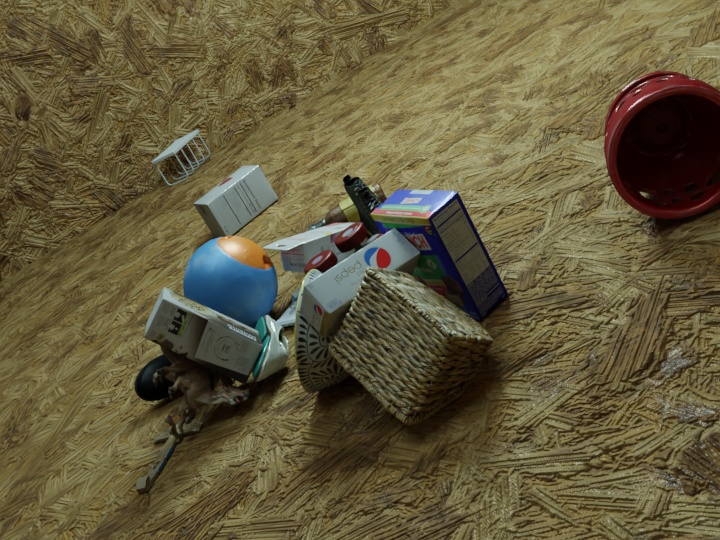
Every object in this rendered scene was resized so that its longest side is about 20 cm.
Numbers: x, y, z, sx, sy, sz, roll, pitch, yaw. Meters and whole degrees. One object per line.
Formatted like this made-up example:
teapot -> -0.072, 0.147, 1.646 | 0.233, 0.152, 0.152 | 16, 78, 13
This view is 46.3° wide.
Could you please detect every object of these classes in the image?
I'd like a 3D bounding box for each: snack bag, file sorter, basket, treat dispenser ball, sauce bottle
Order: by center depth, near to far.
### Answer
basket -> 0.076, 0.110, 1.229 | 0.199, 0.141, 0.151 | 36, 107, 37
snack bag -> -0.078, 0.043, 1.703 | 0.186, 0.022, 0.200 | -14, 27, 45
treat dispenser ball -> -0.271, 0.031, 1.760 | 0.198, 0.203, 0.202 | -26, 23, 12
sauce bottle -> -0.030, -0.133, 1.966 | 0.197, 0.067, 0.066 | -27, 22, 6
file sorter -> -0.731, -0.462, 3.466 | 0.137, 0.126, 0.201 | -16, 26, 34

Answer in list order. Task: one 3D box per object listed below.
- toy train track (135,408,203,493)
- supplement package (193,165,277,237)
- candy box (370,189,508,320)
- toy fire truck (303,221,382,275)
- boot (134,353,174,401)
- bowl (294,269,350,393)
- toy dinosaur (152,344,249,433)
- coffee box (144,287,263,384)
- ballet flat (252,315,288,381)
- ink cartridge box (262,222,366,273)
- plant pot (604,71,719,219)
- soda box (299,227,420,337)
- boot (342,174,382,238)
toy train track -> -0.352, 0.311, 1.509 | 0.113, 0.033, 0.201 | -19, 26, 27
supplement package -> -0.366, -0.203, 2.470 | 0.199, 0.121, 0.120 | -41, 23, -22
candy box -> 0.127, -0.029, 1.370 | 0.077, 0.202, 0.168 | -39, 23, -21
toy fire truck -> 0.000, 0.000, 1.523 | 0.200, 0.113, 0.167 | -43, 19, -21
boot -> -0.364, 0.176, 1.649 | 0.209, 0.080, 0.158 | -34, -10, -7
bowl -> -0.035, 0.100, 1.377 | 0.092, 0.204, 0.202 | 1, 31, 13
toy dinosaur -> -0.294, 0.195, 1.525 | 0.134, 0.087, 0.201 | -25, 62, -27
coffee box -> -0.282, 0.116, 1.518 | 0.081, 0.197, 0.113 | -62, 15, 3
ballet flat -> -0.162, 0.147, 1.563 | 0.068, 0.070, 0.201 | -28, 23, 6
ink cartridge box -> -0.095, -0.044, 1.784 | 0.197, 0.069, 0.116 | -19, 13, -32
plant pot -> 0.472, -0.206, 1.298 | 0.197, 0.203, 0.183 | -22, 21, 20
soda box -> 0.000, 0.018, 1.305 | 0.198, 0.069, 0.064 | -32, 65, -31
boot -> 0.030, -0.128, 1.783 | 0.077, 0.140, 0.199 | -37, 24, -18
